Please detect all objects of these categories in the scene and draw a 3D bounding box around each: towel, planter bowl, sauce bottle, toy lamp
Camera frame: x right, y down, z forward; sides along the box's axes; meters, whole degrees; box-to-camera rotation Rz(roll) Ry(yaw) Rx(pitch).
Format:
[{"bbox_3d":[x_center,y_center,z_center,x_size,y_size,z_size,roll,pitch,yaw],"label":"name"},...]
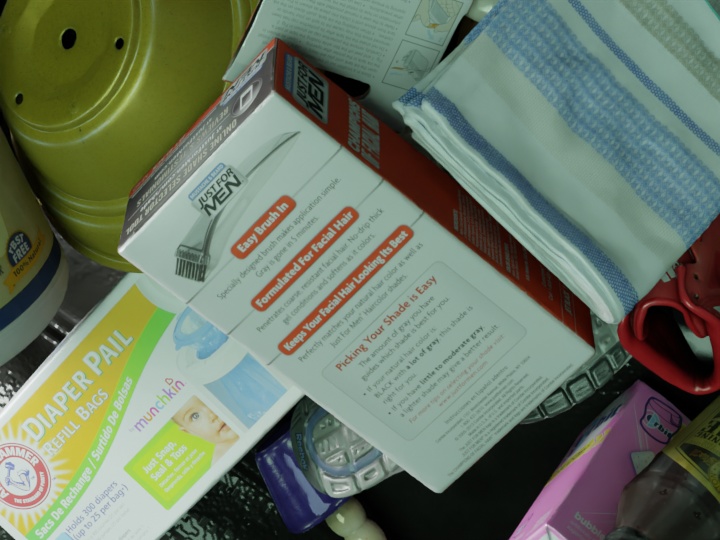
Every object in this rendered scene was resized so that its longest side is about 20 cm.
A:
[{"bbox_3d":[0.128,-0.089,1.085,0.147,0.200,0.024,45,159,-3],"label":"towel"},{"bbox_3d":[-0.120,-0.105,1.136,0.200,0.083,0.201,-9,73,33],"label":"planter bowl"},{"bbox_3d":[0.169,0.111,1.123,0.066,0.200,0.066,27,138,28],"label":"sauce bottle"},{"bbox_3d":[0.017,0.167,1.265,0.058,0.058,0.200,-37,95,24],"label":"toy lamp"}]

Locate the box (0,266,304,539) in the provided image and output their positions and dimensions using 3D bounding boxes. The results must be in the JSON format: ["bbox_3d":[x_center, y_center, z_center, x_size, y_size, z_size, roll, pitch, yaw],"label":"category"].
[{"bbox_3d":[-0.110,0.067,1.240,0.112,0.101,0.200,43,115,-2],"label":"box"}]

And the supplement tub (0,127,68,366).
[{"bbox_3d":[-0.242,-0.047,1.114,0.144,0.145,0.200,-13,119,20],"label":"supplement tub"}]

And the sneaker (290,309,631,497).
[{"bbox_3d":[0.059,0.054,1.197,0.200,0.087,0.075,-23,82,26],"label":"sneaker"}]

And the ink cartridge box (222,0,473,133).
[{"bbox_3d":[0.013,-0.172,1.083,0.109,0.050,0.200,15,113,-31],"label":"ink cartridge box"}]

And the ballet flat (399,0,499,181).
[{"bbox_3d":[0.066,-0.115,1.141,0.067,0.064,0.201,29,116,17],"label":"ballet flat"}]

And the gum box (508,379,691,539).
[{"bbox_3d":[0.179,0.168,1.178,0.200,0.114,0.066,41,141,-1],"label":"gum box"}]

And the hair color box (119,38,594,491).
[{"bbox_3d":[0.000,0.000,1.079,0.200,0.064,0.111,38,113,-20],"label":"hair color box"}]

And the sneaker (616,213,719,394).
[{"bbox_3d":[0.152,-0.034,1.119,0.078,0.116,0.201,-19,103,22],"label":"sneaker"}]

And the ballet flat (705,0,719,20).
[{"bbox_3d":[0.169,-0.184,1.071,0.200,0.069,0.071,57,146,3],"label":"ballet flat"}]
